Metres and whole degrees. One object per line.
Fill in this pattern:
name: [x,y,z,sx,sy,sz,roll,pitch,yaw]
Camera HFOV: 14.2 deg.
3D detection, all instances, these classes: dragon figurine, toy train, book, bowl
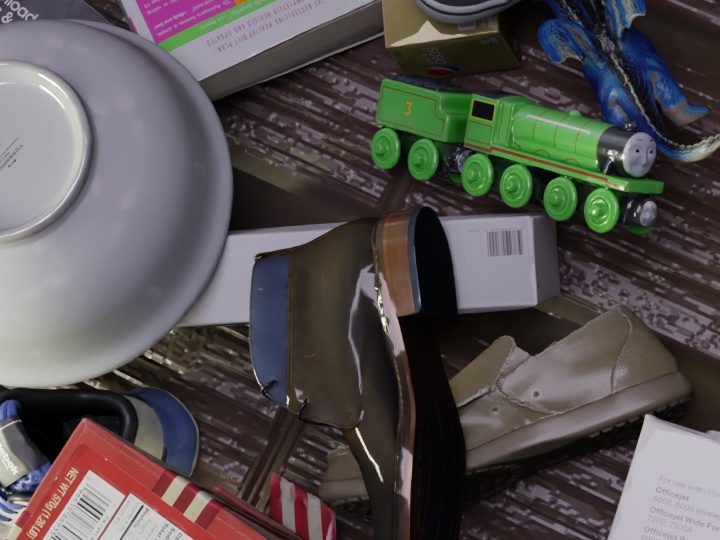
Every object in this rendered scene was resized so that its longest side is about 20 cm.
dragon figurine: [0.129,-0.112,1.485,0.059,0.200,0.100,-31,110,7]
toy train: [0.080,-0.063,1.491,0.200,0.042,0.057,18,102,46]
book: [-0.084,-0.199,1.590,0.133,0.048,0.200,-23,71,-5]
bowl: [-0.170,-0.048,1.471,0.201,0.090,0.201,-3,73,10]

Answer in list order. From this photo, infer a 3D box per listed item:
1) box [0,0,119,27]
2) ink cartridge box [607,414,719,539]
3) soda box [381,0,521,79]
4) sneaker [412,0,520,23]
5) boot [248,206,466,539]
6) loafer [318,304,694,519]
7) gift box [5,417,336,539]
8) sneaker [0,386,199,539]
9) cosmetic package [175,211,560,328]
box: [-0.209,-0.069,1.609,0.143,0.036,0.200,40,90,18]
ink cartridge box: [0.184,0.192,1.396,0.144,0.147,0.200,16,82,16]
soda box: [0.043,-0.209,1.564,0.064,0.068,0.200,-8,75,12]
sneaker: [0.099,-0.213,1.483,0.200,0.079,0.078,-42,73,-11]
boot: [-0.004,0.072,1.438,0.097,0.075,0.200,-7,72,22]
loafer: [0.070,0.074,1.493,0.200,0.076,0.068,-18,71,0]
gift box: [-0.084,0.187,1.447,0.200,0.187,0.185,36,89,38]
sneaker: [-0.191,0.109,1.521,0.199,0.115,0.081,-27,72,6]
cosmetic package: [0.000,0.000,1.515,0.200,0.083,0.051,-4,94,13]
